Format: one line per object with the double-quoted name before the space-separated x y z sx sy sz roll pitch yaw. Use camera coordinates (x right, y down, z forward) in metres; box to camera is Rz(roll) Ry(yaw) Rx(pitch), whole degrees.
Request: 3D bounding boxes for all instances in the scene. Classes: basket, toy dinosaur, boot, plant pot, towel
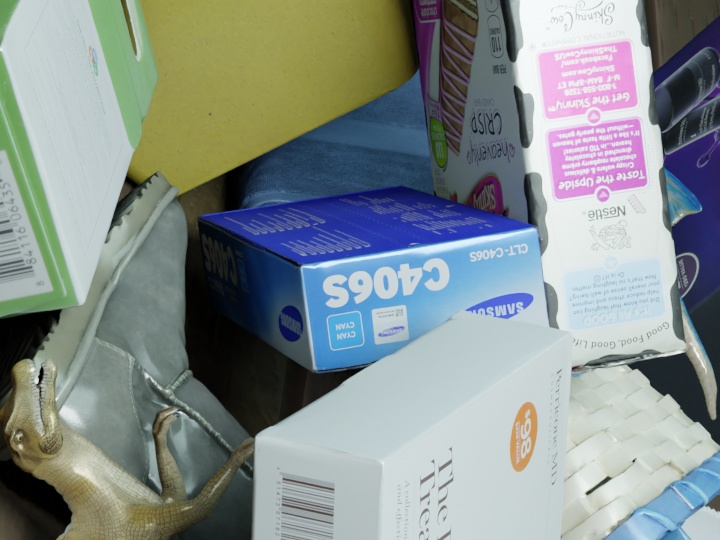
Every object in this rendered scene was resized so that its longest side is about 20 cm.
"basket" 0.106 0.132 1.125 0.200 0.139 0.176 49 23 14
"toy dinosaur" -0.064 0.121 0.913 0.058 0.101 0.201 140 -69 -72
"boot" -0.047 0.077 1.012 0.200 0.073 0.182 40 38 -13
"plant pot" -0.064 -0.153 1.173 0.177 0.200 0.200 58 21 -17
"towel" -0.004 -0.050 1.263 0.111 0.049 0.200 10 33 -7

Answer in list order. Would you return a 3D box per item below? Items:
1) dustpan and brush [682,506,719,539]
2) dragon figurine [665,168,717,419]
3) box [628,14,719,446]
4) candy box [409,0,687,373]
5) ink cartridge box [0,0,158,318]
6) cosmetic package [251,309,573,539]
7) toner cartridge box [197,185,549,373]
"dustpan and brush" 0.227 0.192 1.367 0.200 0.057 0.140 35 29 -36
"dragon figurine" 0.111 -0.021 1.188 0.200 0.059 0.099 39 25 22
"box" 0.184 -0.028 1.304 0.079 0.141 0.200 34 27 -24
"candy box" 0.070 -0.065 1.067 0.136 0.061 0.201 -169 -110 -75
"ink cartridge box" -0.129 -0.073 1.002 0.200 0.059 0.104 -80 158 -61
"cosmetic package" 0.018 0.130 0.905 0.151 0.052 0.201 -31 127 -60
"toner cartridge box" 0.000 0.000 1.066 0.200 0.095 0.043 -155 -124 -75
